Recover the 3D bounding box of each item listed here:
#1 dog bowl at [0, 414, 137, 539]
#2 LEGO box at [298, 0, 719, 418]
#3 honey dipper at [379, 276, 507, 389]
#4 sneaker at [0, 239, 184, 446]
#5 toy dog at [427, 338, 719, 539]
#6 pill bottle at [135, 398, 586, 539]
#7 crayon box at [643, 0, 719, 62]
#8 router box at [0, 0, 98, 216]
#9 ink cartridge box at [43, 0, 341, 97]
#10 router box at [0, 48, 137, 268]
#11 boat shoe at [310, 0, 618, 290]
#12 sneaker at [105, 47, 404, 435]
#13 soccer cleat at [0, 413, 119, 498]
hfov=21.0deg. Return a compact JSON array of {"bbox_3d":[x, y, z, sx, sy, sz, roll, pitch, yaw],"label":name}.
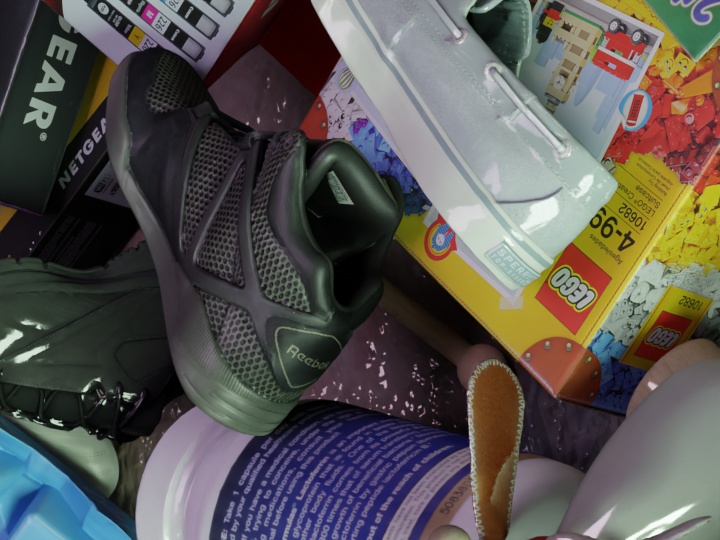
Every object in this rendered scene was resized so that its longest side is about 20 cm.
[{"bbox_3d":[-0.183,0.133,0.959,0.199,0.050,0.112,37,101,1],"label":"dog bowl"},{"bbox_3d":[0.083,-0.058,0.804,0.200,0.077,0.150,45,110,42],"label":"LEGO box"},{"bbox_3d":[0.000,0.000,0.900,0.200,0.038,0.038,36,104,41],"label":"honey dipper"},{"bbox_3d":[-0.136,0.042,0.919,0.091,0.198,0.076,67,154,21],"label":"sneaker"},{"bbox_3d":[0.099,0.071,0.678,0.131,0.200,0.097,25,130,23],"label":"toy dog"},{"bbox_3d":[0.002,0.117,0.806,0.199,0.115,0.117,12,87,45],"label":"pill bottle"},{"bbox_3d":[0.148,-0.192,0.699,0.200,0.051,0.126,-47,49,19],"label":"crayon box"},{"bbox_3d":[-0.196,-0.142,1.043,0.149,0.051,0.202,16,87,46],"label":"router box"},{"bbox_3d":[-0.054,-0.175,0.874,0.175,0.084,0.200,40,134,1],"label":"ink cartridge box"},{"bbox_3d":[-0.186,-0.062,1.085,0.200,0.052,0.158,-51,49,22],"label":"router box"},{"bbox_3d":[0.039,-0.082,0.759,0.071,0.070,0.201,-37,53,10],"label":"boat shoe"},{"bbox_3d":[-0.042,-0.039,0.821,0.114,0.076,0.200,-42,46,22],"label":"sneaker"},{"bbox_3d":[-0.214,0.061,1.013,0.200,0.078,0.069,40,112,7],"label":"soccer cleat"}]
